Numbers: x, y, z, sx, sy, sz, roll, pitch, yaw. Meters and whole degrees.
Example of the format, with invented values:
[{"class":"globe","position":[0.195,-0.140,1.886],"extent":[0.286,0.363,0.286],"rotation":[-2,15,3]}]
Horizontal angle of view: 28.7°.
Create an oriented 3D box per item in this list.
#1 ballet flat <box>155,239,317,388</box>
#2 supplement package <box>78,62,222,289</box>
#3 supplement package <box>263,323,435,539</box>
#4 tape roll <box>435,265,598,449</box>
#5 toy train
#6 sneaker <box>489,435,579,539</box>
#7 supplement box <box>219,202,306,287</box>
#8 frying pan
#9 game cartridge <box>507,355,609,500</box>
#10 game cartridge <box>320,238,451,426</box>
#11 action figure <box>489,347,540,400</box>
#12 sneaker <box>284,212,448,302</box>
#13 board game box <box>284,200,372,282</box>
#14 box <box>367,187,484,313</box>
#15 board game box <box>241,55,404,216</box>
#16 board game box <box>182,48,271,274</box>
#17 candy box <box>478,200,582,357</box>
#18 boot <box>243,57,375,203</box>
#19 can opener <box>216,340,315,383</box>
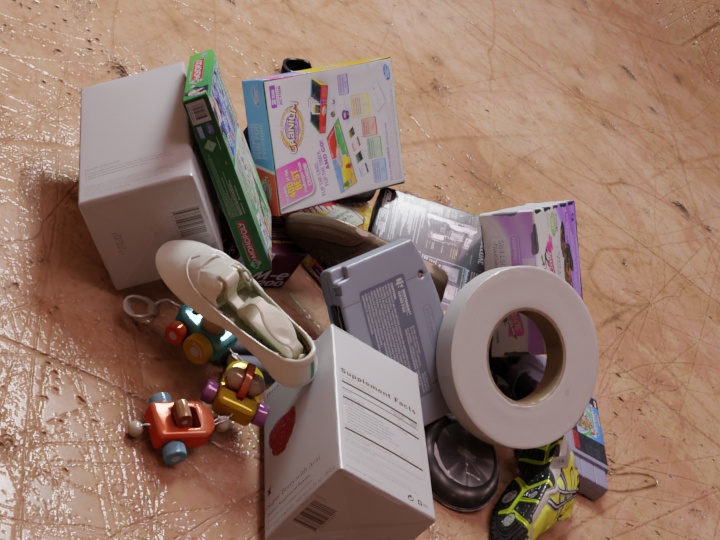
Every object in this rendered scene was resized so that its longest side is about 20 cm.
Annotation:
[{"class":"ballet flat","position":[-0.114,0.030,1.359],"extent":[0.200,0.070,0.069],"rotation":[43,30,7]},{"class":"supplement package","position":[-0.219,-0.102,1.470],"extent":[0.201,0.118,0.122],"rotation":[-102,177,-47]},{"class":"supplement package","position":[-0.016,0.178,1.373],"extent":[0.119,0.121,0.201],"rotation":[31,30,-25]},{"class":"tape roll","position":[0.177,0.097,1.566],"extent":[0.200,0.037,0.206],"rotation":[1,87,-28]},{"class":"toy train","position":[-0.159,0.090,1.368],"extent":[0.148,0.056,0.202],"rotation":[6,47,-30]},{"class":"sneaker","position":[0.207,0.259,1.576],"extent":[0.077,0.075,0.200],"rotation":[57,37,-12]},{"class":"supplement box","position":[-0.157,-0.074,1.621],"extent":[0.108,0.061,0.201],"rotation":[3,46,-47]},{"class":"frying pan","position":[0.133,0.195,1.577],"extent":[0.189,0.031,0.115],"rotation":[-29,79,-41]},{"class":"game cartridge","position":[0.247,0.185,1.760],"extent":[0.128,0.039,0.201],"rotation":[25,32,-16]},{"class":"game cartridge","position":[0.036,0.075,1.523],"extent":[0.132,0.040,0.203],"rotation":[-21,103,-32]},{"class":"action figure","position":[0.132,0.096,1.720],"extent":[0.129,0.070,0.201],"rotation":[-3,47,-41]},{"class":"sneaker","position":[0.000,0.000,1.580],"extent":[0.198,0.070,0.076],"rotation":[22,76,-2]},{"class":"board game box","position":[-0.063,-0.082,1.754],"extent":[0.200,0.046,0.151],"rotation":[47,30,12]},{"class":"box","position":[0.075,0.010,1.670],"extent":[0.156,0.050,0.202],"rotation":[16,56,-6]},{"class":"board game box","position":[-0.039,-0.158,1.627],"extent":[0.198,0.155,0.040],"rotation":[-16,15,-40]},{"class":"board game box","position":[-0.136,-0.114,1.470],"extent":[0.135,0.029,0.202],"rotation":[-98,171,-63]},{"class":"candy box","position":[0.211,0.007,1.707],"extent":[0.200,0.071,0.170],"rotation":[-16,101,-67]},{"class":"boot","position":[-0.034,-0.168,1.721],"extent":[0.198,0.132,0.070],"rotation":[21,32,-29]},{"class":"can opener","position":[-0.067,0.088,1.508],"extent":[0.198,0.067,0.053],"rotation":[1,45,-41]}]
